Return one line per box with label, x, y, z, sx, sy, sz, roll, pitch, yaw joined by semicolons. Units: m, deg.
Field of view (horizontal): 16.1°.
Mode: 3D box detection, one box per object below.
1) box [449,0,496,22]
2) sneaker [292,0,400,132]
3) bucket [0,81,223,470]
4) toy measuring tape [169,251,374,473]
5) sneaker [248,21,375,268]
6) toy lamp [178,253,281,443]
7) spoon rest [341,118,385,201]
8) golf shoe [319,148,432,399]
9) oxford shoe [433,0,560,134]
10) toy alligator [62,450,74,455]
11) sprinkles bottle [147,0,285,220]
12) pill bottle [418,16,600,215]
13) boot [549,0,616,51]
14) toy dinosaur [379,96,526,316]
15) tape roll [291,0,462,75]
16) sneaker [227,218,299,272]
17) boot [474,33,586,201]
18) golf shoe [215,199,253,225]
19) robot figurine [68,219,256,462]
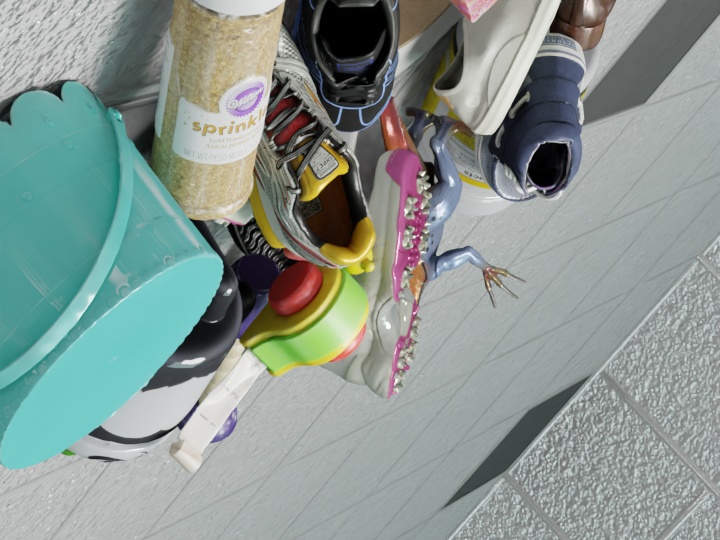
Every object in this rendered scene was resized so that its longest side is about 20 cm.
box;0.103;-0.268;1.597;0.200;0.103;0.095;-45;168;-2
sneaker;-0.009;-0.140;1.621;0.070;0.078;0.201;-3;145;0
bucket;-0.188;0.008;1.495;0.207;0.135;0.207;-43;166;-13
toy measuring tape;-0.052;0.058;1.742;0.200;0.073;0.074;-52;169;-15
sneaker;-0.042;-0.088;1.597;0.078;0.082;0.201;-38;122;-18
toy lamp;-0.095;0.057;1.872;0.058;0.058;0.200;-35;160;-32
spoon rest;-0.014;-0.088;1.883;0.200;0.060;0.100;47;53;-78
golf shoe;0.000;0.000;1.831;0.075;0.091;0.201;-56;157;-56
oxford shoe;0.106;-0.190;1.777;0.075;0.057;0.201;-84;-162;-68
toy alligator;-0.162;0.052;1.894;0.200;0.054;0.059;-45;165;-5
sprinkles bottle;-0.083;-0.119;1.492;0.068;0.068;0.201;-35;153;-34
pill bottle;0.110;-0.132;2.010;0.114;0.114;0.200;-37;166;-27
boot;0.185;-0.286;1.837;0.187;0.064;0.201;-80;180;-47
toy dinosaur;0.028;-0.029;1.897;0.199;0.105;0.183;19;91;-44
tape roll;0.034;-0.198;1.748;0.203;0.037;0.203;-42;166;-12
sneaker;-0.068;-0.036;1.884;0.070;0.090;0.200;-49;142;-8
boot;0.124;-0.083;1.884;0.072;0.091;0.200;3;151;-2
golf shoe;-0.056;-0.074;1.713;0.092;0.075;0.200;-60;155;10
robot figurine;-0.154;0.047;1.735;0.200;0.149;0.125;126;-22;-45
